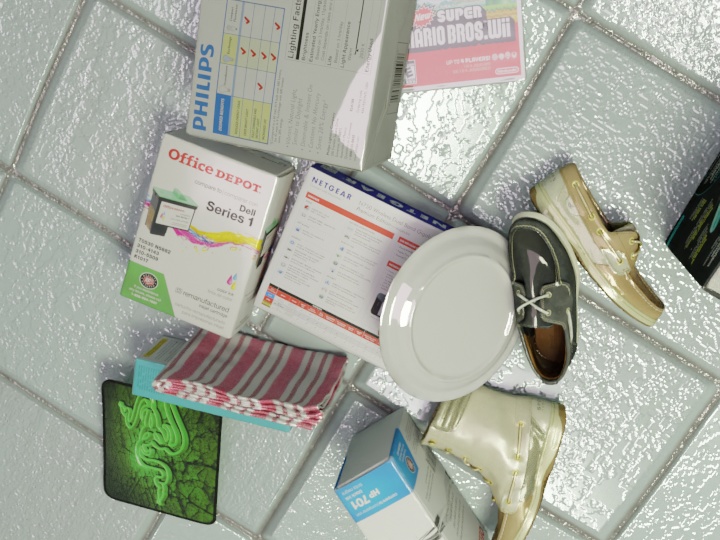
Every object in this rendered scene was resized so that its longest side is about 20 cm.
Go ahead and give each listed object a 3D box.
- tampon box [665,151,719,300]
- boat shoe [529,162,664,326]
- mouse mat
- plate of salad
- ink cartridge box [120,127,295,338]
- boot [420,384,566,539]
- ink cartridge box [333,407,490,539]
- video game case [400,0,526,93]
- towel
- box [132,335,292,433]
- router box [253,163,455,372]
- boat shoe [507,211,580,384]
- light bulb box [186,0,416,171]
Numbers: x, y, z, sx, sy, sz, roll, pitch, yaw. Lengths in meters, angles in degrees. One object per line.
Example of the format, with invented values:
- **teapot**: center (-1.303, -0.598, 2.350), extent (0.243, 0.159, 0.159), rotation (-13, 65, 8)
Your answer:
- **tampon box**: center (0.405, -0.038, 0.830), extent (0.125, 0.200, 0.151), rotation (29, 107, 2)
- **boat shoe**: center (0.268, -0.028, 0.922), extent (0.066, 0.074, 0.200), rotation (-41, 94, 21)
- **mouse mat**: center (-0.255, 0.235, 1.084), extent (0.159, 0.008, 0.202), rotation (12, 118, 7)
- **plate of salad**: center (0.101, 0.047, 0.940), extent (0.198, 0.048, 0.203), rotation (-10, 110, -28)
- **ink cartridge box**: center (-0.176, -0.047, 0.988), extent (0.143, 0.084, 0.202), rotation (21, 105, 4)
- **boot**: center (0.142, 0.230, 1.006), extent (0.153, 0.072, 0.203), rotation (18, 99, 4)
- **ink cartridge box**: center (0.065, 0.284, 0.992), extent (0.085, 0.147, 0.201), rotation (-30, 97, 14)
- **video game case**: center (0.102, -0.300, 0.915), extent (0.141, 0.017, 0.203), rotation (-4, 102, 11)
- **towel**: center (-0.121, 0.115, 0.984), extent (0.197, 0.147, 0.030), rotation (12, 113, 7)
- **box**: center (-0.167, 0.135, 1.031), extent (0.197, 0.082, 0.050), rotation (13, 107, 7)
- **router box**: center (0.000, 0.000, 0.987), extent (0.198, 0.049, 0.181), rotation (26, 106, 3)
- **boat shoe**: center (0.197, 0.032, 0.919), extent (0.071, 0.068, 0.202), rotation (2, 125, 30)
- **light bulb box**: center (-0.059, -0.225, 0.896), extent (0.197, 0.125, 0.201), rotation (13, 105, 13)
